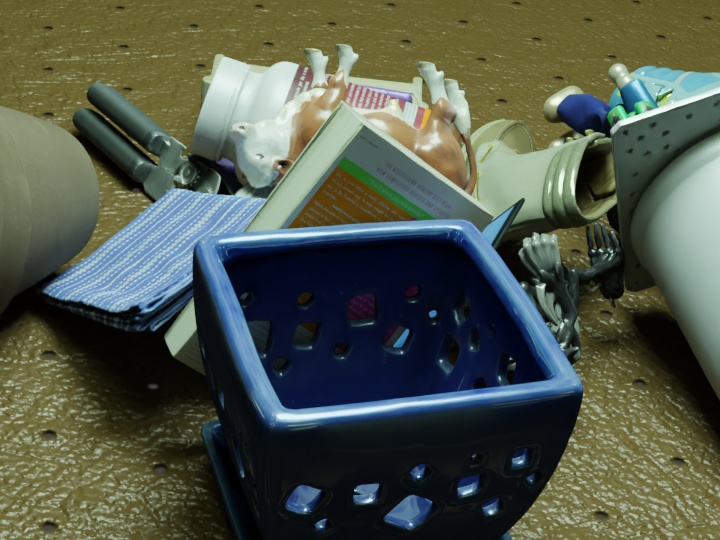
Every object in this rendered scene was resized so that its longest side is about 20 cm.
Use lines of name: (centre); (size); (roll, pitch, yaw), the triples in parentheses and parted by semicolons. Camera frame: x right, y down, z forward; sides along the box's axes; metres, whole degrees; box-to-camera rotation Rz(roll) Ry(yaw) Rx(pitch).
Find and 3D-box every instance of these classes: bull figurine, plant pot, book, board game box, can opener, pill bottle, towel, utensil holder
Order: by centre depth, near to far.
plant pot: (0.003, 0.095, 1.031); (0.199, 0.180, 0.200); (-4, 35, -18)
book: (-0.019, 0.006, 1.109); (0.133, 0.200, 0.048); (34, 9, -30)
towel: (-0.147, -0.014, 1.194); (0.145, 0.024, 0.200); (-40, 24, -22)
utensil holder: (0.312, 0.016, 1.201); (0.169, 0.170, 0.200); (-4, 48, -18)
plant pot: (-0.289, -0.052, 1.215); (0.200, 0.201, 0.175); (24, 19, 23)
board game box: (0.288, -0.081, 1.256); (0.199, 0.200, 0.026); (-19, 51, -1)
bull figurine: (-0.003, -0.108, 1.281); (0.199, 0.122, 0.065); (12, -7, -13)
pill bottle: (-0.034, -0.107, 1.372); (0.200, 0.113, 0.113); (19, 32, -3)
can opener: (-0.174, -0.097, 1.430); (0.067, 0.053, 0.200); (21, 14, -48)

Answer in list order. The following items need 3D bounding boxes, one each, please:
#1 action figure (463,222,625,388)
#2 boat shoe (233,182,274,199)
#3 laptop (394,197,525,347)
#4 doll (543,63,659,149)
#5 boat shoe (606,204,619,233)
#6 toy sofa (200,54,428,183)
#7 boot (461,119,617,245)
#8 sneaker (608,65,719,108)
action figure: (0.122, 0.031, 1.221); (0.119, 0.102, 0.200); (-27, 6, 36)
boat shoe: (-0.080, -0.005, 1.235); (0.065, 0.075, 0.202); (18, 24, -1)
laptop: (0.000, 0.000, 1.251); (0.200, 0.104, 0.177); (17, 33, 14)
doll: (0.220, -0.106, 1.360); (0.048, 0.137, 0.200); (-16, 22, -21)
boat shoe: (0.321, -0.047, 1.433); (0.200, 0.075, 0.093); (-15, 43, -18)
toy sofa: (-0.043, -0.127, 1.458); (0.199, 0.083, 0.098); (7, 31, -2)
boot: (0.149, -0.080, 1.369); (0.154, 0.072, 0.200); (-19, 23, 34)
sneaker: (0.271, -0.116, 1.403); (0.130, 0.080, 0.200); (8, 26, 14)
